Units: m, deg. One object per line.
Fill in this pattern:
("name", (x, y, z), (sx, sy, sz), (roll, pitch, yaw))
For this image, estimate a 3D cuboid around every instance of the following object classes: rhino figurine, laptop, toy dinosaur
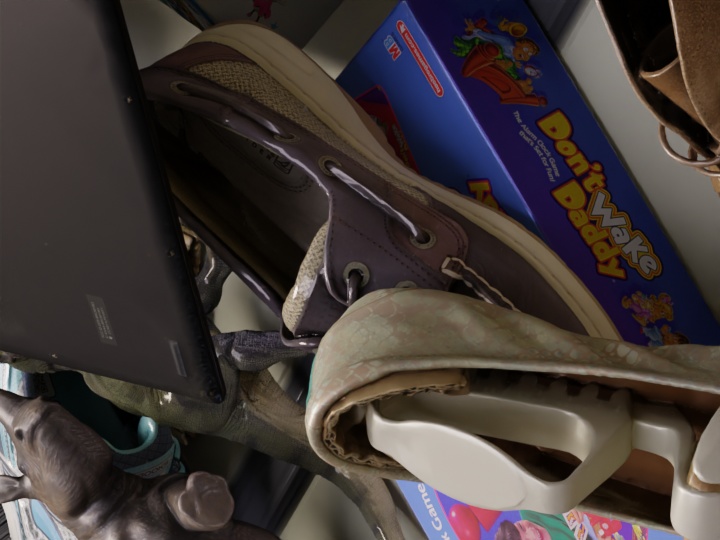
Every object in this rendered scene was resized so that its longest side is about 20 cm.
("rhino figurine", (-0.069, 0.105, 1.043), (0.200, 0.060, 0.087), (38, 164, -7))
("laptop", (-0.119, -0.080, 0.920), (0.200, 0.116, 0.188), (13, 135, 29))
("toy dinosaur", (-0.053, 0.029, 1.046), (0.200, 0.047, 0.088), (26, 107, 16))

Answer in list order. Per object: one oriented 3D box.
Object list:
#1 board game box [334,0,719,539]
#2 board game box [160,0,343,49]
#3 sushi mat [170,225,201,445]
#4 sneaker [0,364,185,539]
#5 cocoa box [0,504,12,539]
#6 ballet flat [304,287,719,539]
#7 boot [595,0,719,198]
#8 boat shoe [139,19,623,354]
("board game box", (0.049, 0.022, 0.919), (0.200, 0.045, 0.134), (60, 143, 12))
("board game box", (-0.102, -0.165, 0.945), (0.200, 0.064, 0.148), (37, 174, 36))
("sushi mat", (-0.130, -0.008, 1.165), (0.200, 0.012, 0.096), (30, 130, 41))
("sneaker", (-0.102, 0.096, 1.112), (0.086, 0.078, 0.200), (-29, 88, 54))
("cocoa box", (-0.189, 0.182, 1.202), (0.131, 0.133, 0.200), (0, 121, 53))
("ballet flat", (0.079, 0.054, 0.786), (0.199, 0.062, 0.068), (9, 123, 16))
("boot", (0.108, -0.039, 0.788), (0.074, 0.075, 0.201), (-10, 102, 48))
("boat shoe", (0.000, 0.000, 0.867), (0.200, 0.065, 0.072), (44, 134, 19))
